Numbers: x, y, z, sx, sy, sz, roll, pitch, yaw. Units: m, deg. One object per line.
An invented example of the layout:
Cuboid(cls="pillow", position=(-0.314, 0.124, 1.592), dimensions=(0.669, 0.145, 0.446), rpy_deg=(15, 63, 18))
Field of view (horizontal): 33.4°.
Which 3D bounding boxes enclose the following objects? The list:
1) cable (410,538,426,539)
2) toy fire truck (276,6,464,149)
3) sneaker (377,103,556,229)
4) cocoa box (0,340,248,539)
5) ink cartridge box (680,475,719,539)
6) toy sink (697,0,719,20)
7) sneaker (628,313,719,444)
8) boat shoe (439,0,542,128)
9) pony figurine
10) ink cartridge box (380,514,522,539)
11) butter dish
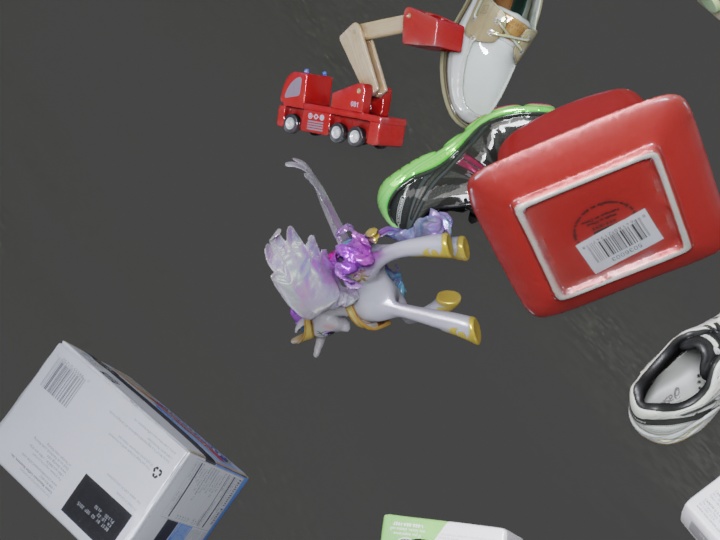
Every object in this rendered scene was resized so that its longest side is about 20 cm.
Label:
Cuboid(cls="cable", position=(0.065, 0.320, 0.977), dimensions=(0.162, 0.051, 0.202), rpy_deg=(-27, 66, 15))
Cuboid(cls="toy fire truck", position=(0.004, -0.198, 1.221), dimensions=(0.199, 0.048, 0.143), rpy_deg=(16, 101, 38))
Cuboid(cls="sneaker", position=(0.114, -0.094, 1.177), dimensions=(0.199, 0.077, 0.084), rpy_deg=(-33, 79, 12))
Cuboid(cls="cocoa box", position=(-0.237, 0.189, 1.176), dimensions=(0.199, 0.131, 0.134), rpy_deg=(34, 86, 29))
Cuboid(cls="ink cartridge box", position=(0.387, 0.201, 0.971), dimensions=(0.199, 0.050, 0.161), rpy_deg=(-33, 61, -12))
Cuboid(cls="toy sink", position=(0.334, -0.330, 1.139), dimensions=(0.200, 0.112, 0.131), rpy_deg=(-40, 61, -1))
Cuboid(cls="sneaker", position=(0.311, 0.070, 1.015), dimensions=(0.200, 0.088, 0.076), rpy_deg=(-42, 59, 2))
Cuboid(cls="boat shoe", position=(0.135, -0.241, 1.200), dimensions=(0.068, 0.074, 0.202), rpy_deg=(-10, 62, 58))
Cuboid(cls="pony figurine", position=(0.000, 0.000, 1.128), dimensions=(0.198, 0.194, 0.167), rpy_deg=(-7, 35, 21))
Cuboid(cls="ink cartridge box", position=(0.069, 0.322, 1.035), dimensions=(0.116, 0.067, 0.202), rpy_deg=(2, 72, 22))
Cuboid(cls="butter dish", position=(0.205, -0.085, 1.083), dimensions=(0.198, 0.200, 0.149), rpy_deg=(-22, 41, 12))
